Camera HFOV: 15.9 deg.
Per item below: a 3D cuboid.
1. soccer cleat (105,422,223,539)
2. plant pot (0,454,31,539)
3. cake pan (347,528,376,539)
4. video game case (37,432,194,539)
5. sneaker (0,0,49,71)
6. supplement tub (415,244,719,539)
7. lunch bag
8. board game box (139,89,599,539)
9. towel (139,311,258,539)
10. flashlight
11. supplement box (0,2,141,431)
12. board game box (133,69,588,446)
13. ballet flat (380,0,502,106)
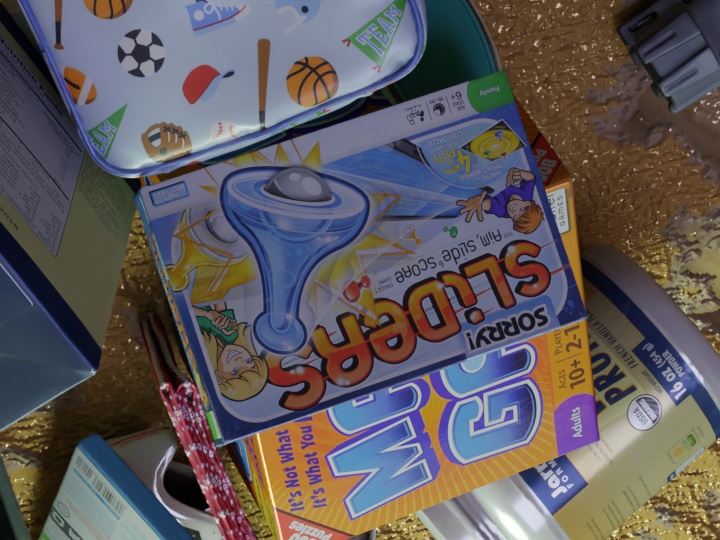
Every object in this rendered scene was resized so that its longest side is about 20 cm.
[{"bbox_3d":[-0.107,0.172,1.639,0.085,0.069,0.200,-28,128,9],"label":"soccer cleat"},{"bbox_3d":[-0.284,0.228,1.522,0.194,0.197,0.201,-16,140,-14],"label":"plant pot"},{"bbox_3d":[-0.025,0.217,1.641,0.036,0.201,0.201,11,123,-4],"label":"cake pan"},{"bbox_3d":[-0.145,0.208,1.570,0.018,0.143,0.201,-30,158,-39],"label":"video game case"},{"bbox_3d":[-0.101,-0.129,1.354,0.199,0.083,0.074,-17,165,22],"label":"sneaker"},{"bbox_3d":[0.120,0.098,1.597,0.200,0.144,0.145,-41,133,-4],"label":"supplement tub"},{"bbox_3d":[-0.066,-0.146,1.276,0.199,0.076,0.161,-21,103,8],"label":"lunch bag"},{"bbox_3d":[0.000,0.000,1.467,0.199,0.200,0.201,-20,132,-11],"label":"board game box"},{"bbox_3d":[-0.079,0.131,1.523,0.022,0.145,0.201,-23,107,-4],"label":"towel"},{"bbox_3d":[0.258,-0.168,1.554,0.199,0.068,0.068,-35,136,1],"label":"flashlight"},{"bbox_3d":[-0.233,-0.001,1.283,0.199,0.200,0.135,-30,113,17],"label":"supplement box"},{"bbox_3d":[0.000,-0.007,1.309,0.199,0.034,0.136,-19,88,-11],"label":"board game box"},{"bbox_3d":[0.015,-0.149,1.390,0.069,0.069,0.201,-29,91,-2],"label":"ballet flat"}]
